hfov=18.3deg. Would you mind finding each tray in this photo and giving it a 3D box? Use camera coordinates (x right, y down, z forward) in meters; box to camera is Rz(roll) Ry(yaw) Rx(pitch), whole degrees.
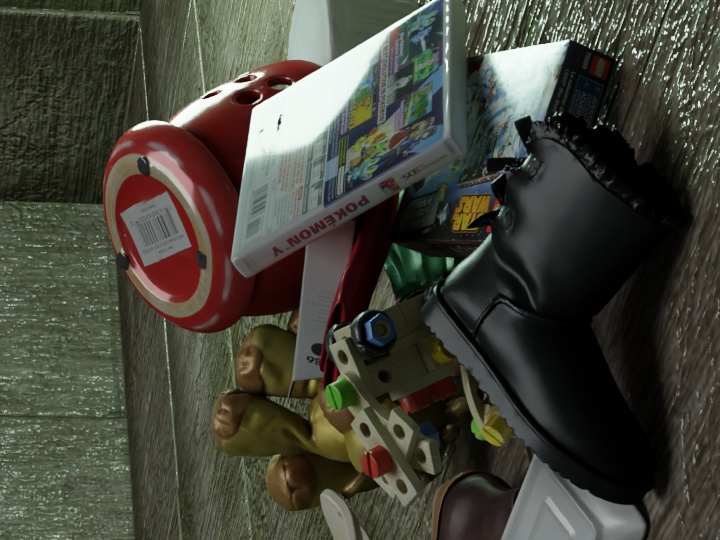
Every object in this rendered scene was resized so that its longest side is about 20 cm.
[{"bbox_3d":[0.116,0.196,1.417,0.107,0.022,0.200,52,139,38],"label":"tray"}]

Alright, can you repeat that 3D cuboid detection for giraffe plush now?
[{"bbox_3d":[0.003,0.117,1.728,0.173,0.200,0.162,-64,16,-8],"label":"giraffe plush"}]

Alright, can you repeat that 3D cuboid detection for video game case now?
[{"bbox_3d":[-0.005,-0.097,1.549,0.023,0.182,0.200,50,-156,-27],"label":"video game case"}]

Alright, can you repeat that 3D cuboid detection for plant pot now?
[{"bbox_3d":[-0.095,-0.052,1.817,0.200,0.182,0.201,29,132,38],"label":"plant pot"}]

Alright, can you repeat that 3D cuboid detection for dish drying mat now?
[{"bbox_3d":[0.000,0.000,1.525,0.200,0.018,0.077,-69,-11,-57],"label":"dish drying mat"}]

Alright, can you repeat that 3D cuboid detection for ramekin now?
[{"bbox_3d":[-0.003,-0.159,1.947,0.202,0.094,0.203,-178,90,-77],"label":"ramekin"}]

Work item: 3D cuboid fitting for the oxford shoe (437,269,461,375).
[{"bbox_3d":[0.107,0.009,1.517,0.200,0.071,0.072,-48,22,48],"label":"oxford shoe"}]

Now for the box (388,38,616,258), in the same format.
[{"bbox_3d":[0.091,-0.077,1.487,0.200,0.040,0.137,4,74,69],"label":"box"}]

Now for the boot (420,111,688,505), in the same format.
[{"bbox_3d":[0.135,0.017,1.315,0.198,0.073,0.163,47,118,26],"label":"boot"}]

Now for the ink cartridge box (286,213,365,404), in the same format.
[{"bbox_3d":[-0.019,0.001,1.628,0.100,0.039,0.200,-74,-5,-45],"label":"ink cartridge box"}]

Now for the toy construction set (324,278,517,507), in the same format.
[{"bbox_3d":[0.051,0.076,1.416,0.092,0.200,0.132,-25,88,41],"label":"toy construction set"}]

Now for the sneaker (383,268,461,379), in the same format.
[{"bbox_3d":[0.062,0.033,1.727,0.200,0.079,0.096,-107,0,-56],"label":"sneaker"}]

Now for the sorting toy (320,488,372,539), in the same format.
[{"bbox_3d":[0.008,0.261,1.654,0.200,0.106,0.180,-101,-9,-58],"label":"sorting toy"}]

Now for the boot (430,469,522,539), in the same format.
[{"bbox_3d":[0.090,0.239,1.534,0.166,0.072,0.201,176,90,-73],"label":"boot"}]

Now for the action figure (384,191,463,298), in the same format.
[{"bbox_3d":[0.049,-0.023,1.680,0.200,0.118,0.055,-108,0,-52],"label":"action figure"}]
